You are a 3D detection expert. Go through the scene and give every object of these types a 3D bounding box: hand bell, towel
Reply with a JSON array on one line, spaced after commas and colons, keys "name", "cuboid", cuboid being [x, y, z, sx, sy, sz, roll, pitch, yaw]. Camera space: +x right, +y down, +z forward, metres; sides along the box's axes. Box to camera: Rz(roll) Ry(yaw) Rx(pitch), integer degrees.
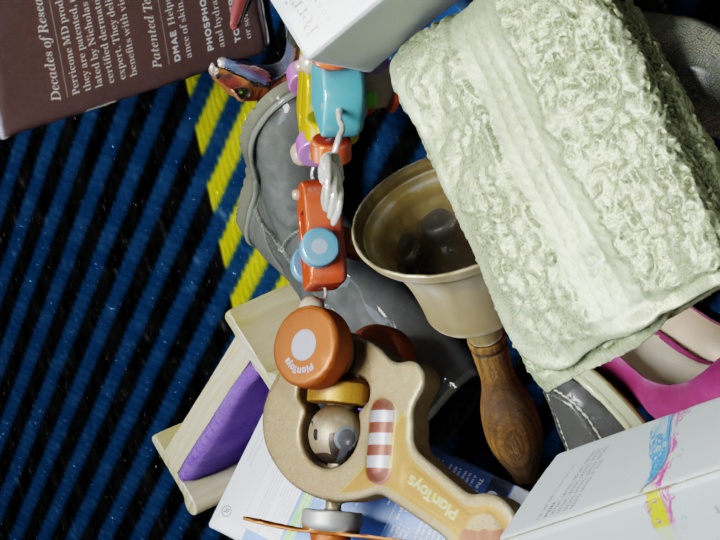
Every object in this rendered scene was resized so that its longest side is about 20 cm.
[{"name": "hand bell", "cuboid": [0.070, 0.044, 1.276, 0.104, 0.104, 0.200, 29, 147, 44]}, {"name": "towel", "cuboid": [0.098, -0.055, 1.130, 0.148, 0.036, 0.200, -37, 69, 37]}]

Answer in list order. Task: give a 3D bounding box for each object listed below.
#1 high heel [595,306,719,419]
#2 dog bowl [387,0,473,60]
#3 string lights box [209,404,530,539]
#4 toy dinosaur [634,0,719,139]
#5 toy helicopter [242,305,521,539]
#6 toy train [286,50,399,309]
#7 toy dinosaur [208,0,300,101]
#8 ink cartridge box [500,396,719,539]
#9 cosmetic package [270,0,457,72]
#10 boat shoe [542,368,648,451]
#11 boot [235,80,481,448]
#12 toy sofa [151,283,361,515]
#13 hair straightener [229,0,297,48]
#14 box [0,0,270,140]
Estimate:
[{"name": "high heel", "cuboid": [0.160, 0.029, 1.217, 0.096, 0.067, 0.200, 62, 162, -12]}, {"name": "dog bowl", "cuboid": [0.064, -0.154, 1.256, 0.111, 0.050, 0.200, 41, 139, 34]}, {"name": "string lights box", "cuboid": [0.022, 0.149, 1.371, 0.200, 0.103, 0.059, 24, 175, 28]}, {"name": "toy dinosaur", "cuboid": [0.155, -0.088, 1.141, 0.200, 0.077, 0.102, 38, 145, 42]}, {"name": "toy helicopter", "cuboid": [0.015, 0.116, 1.302, 0.200, 0.079, 0.132, 35, 101, 38]}, {"name": "toy train", "cuboid": [-0.006, -0.060, 1.303, 0.200, 0.056, 0.150, 118, 148, -75]}, {"name": "toy dinosaur", "cuboid": [-0.040, -0.175, 1.348, 0.200, 0.105, 0.182, 21, 131, 45]}, {"name": "ink cartridge box", "cuboid": [0.191, 0.139, 1.140, 0.200, 0.083, 0.146, -24, 108, 41]}, {"name": "cosmetic package", "cuboid": [0.037, -0.198, 1.154, 0.200, 0.071, 0.101, -38, 74, 21]}, {"name": "boat shoe", "cuboid": [0.143, 0.140, 1.260, 0.201, 0.066, 0.072, 61, 167, -27]}, {"name": "boot", "cuboid": [0.002, -0.001, 1.424, 0.200, 0.073, 0.182, 57, 160, 27]}, {"name": "toy sofa", "cuboid": [-0.060, 0.097, 1.564, 0.098, 0.083, 0.200, 58, 147, 16]}, {"name": "hair straightener", "cuboid": [-0.013, -0.204, 1.274, 0.077, 0.041, 0.200, 20, 126, 0]}, {"name": "box", "cuboid": [-0.193, -0.197, 1.463, 0.166, 0.200, 0.164, 19, 124, 52]}]
